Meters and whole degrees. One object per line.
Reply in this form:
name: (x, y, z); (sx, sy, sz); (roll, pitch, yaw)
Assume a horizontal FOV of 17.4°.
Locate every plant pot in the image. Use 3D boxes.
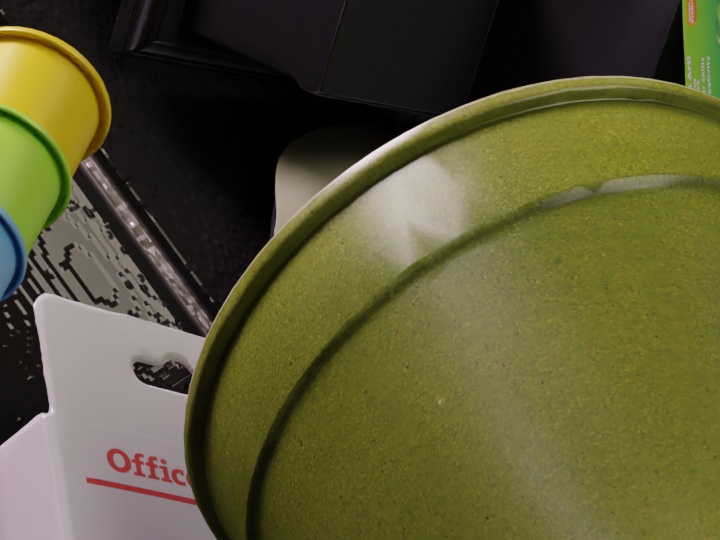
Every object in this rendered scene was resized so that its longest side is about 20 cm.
plant pot: (0.077, 0.085, 0.622); (0.200, 0.201, 0.193); (20, 26, -37)

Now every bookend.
bookend: (0.049, -0.086, 0.904); (0.200, 0.092, 0.198); (27, 14, 40)

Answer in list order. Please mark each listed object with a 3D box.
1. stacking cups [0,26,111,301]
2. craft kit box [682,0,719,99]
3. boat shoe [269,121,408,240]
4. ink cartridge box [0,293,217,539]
stacking cups: (-0.132, 0.002, 0.740); (0.060, 0.060, 0.200); (39, 37, -19)
craft kit box: (0.154, -0.004, 0.750); (0.048, 0.197, 0.201); (-2, 90, -13)
boat shoe: (-0.003, -0.001, 0.897); (0.073, 0.063, 0.202); (11, 27, 2)
ink cartridge box: (-0.062, 0.117, 0.714); (0.115, 0.068, 0.201); (19, 47, -41)
